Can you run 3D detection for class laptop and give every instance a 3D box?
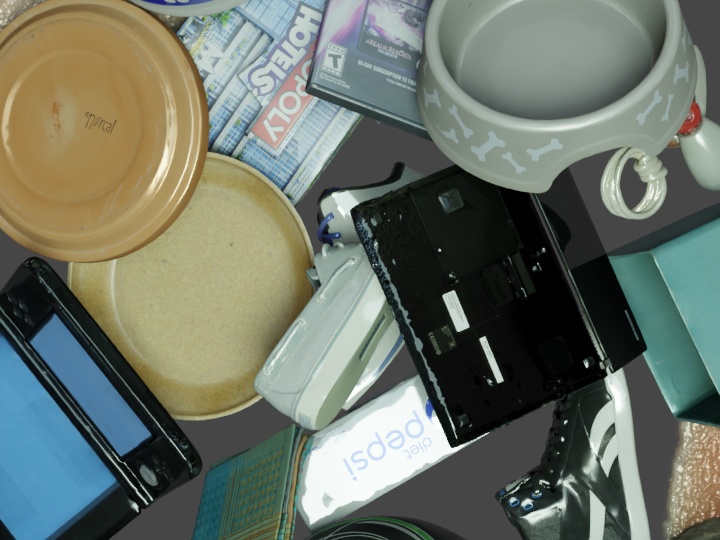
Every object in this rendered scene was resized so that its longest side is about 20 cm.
[{"bbox_3d":[0.105,0.009,1.171,0.198,0.103,0.179,-23,86,-14],"label":"laptop"}]

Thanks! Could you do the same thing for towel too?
[{"bbox_3d":[-0.090,0.221,1.173,0.022,0.146,0.202,23,60,-26],"label":"towel"}]

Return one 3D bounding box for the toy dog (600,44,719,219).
[{"bbox_3d":[0.210,-0.147,1.252,0.131,0.096,0.202,-21,105,-9],"label":"toy dog"}]

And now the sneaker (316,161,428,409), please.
[{"bbox_3d":[0.000,-0.001,1.248,0.115,0.081,0.201,32,83,1],"label":"sneaker"}]

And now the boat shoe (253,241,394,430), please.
[{"bbox_3d":[-0.010,0.014,1.168,0.071,0.070,0.202,26,73,15],"label":"boat shoe"}]

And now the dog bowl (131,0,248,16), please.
[{"bbox_3d":[-0.126,-0.294,1.194,0.198,0.079,0.203,-4,75,16],"label":"dog bowl"}]

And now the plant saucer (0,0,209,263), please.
[{"bbox_3d":[-0.210,-0.107,1.227,0.198,0.032,0.203,0,91,15],"label":"plant saucer"}]

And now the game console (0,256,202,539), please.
[{"bbox_3d":[-0.238,0.118,1.222,0.116,0.176,0.201,-40,93,-29],"label":"game console"}]

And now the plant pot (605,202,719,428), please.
[{"bbox_3d":[0.310,0.007,1.227,0.198,0.141,0.142,-27,92,-8],"label":"plant pot"}]

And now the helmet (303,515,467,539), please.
[{"bbox_3d":[0.015,0.272,1.191,0.189,0.199,0.203,9,91,36],"label":"helmet"}]

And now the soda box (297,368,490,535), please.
[{"bbox_3d":[0.032,0.121,1.252,0.199,0.063,0.069,-31,90,-1],"label":"soda box"}]

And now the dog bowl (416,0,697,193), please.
[{"bbox_3d":[0.133,-0.152,1.128,0.198,0.059,0.202,-5,57,8],"label":"dog bowl"}]

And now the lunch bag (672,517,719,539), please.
[{"bbox_3d":[0.248,0.269,1.212,0.200,0.164,0.118,-43,87,0],"label":"lunch bag"}]

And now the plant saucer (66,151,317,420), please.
[{"bbox_3d":[-0.124,0.011,1.242,0.198,0.035,0.203,0,91,13],"label":"plant saucer"}]

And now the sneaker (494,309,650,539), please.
[{"bbox_3d":[0.152,0.138,1.251,0.111,0.073,0.202,-12,93,-3],"label":"sneaker"}]

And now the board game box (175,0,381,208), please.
[{"bbox_3d":[-0.035,-0.155,1.245,0.199,0.062,0.201,35,90,-2],"label":"board game box"}]

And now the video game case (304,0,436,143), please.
[{"bbox_3d":[0.045,-0.198,1.216,0.142,0.019,0.202,19,69,-17],"label":"video game case"}]
